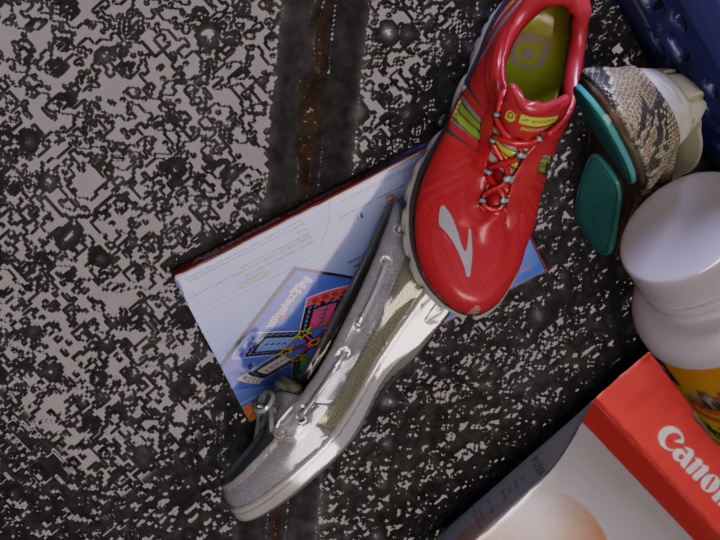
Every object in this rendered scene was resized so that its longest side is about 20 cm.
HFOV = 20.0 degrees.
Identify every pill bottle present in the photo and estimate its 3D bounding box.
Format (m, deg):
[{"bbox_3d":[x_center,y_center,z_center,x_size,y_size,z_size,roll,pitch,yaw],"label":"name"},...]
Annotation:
[{"bbox_3d":[0.223,0.038,1.135,0.109,0.109,0.200,-38,126,4],"label":"pill bottle"}]

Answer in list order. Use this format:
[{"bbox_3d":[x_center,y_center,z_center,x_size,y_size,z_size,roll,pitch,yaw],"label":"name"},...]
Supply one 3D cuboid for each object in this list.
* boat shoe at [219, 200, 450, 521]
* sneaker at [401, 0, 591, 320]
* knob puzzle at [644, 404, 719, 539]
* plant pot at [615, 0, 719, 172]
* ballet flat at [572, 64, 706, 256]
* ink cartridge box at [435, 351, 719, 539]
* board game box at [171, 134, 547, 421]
[{"bbox_3d":[-0.017,0.055,1.174,0.065,0.074,0.202,39,93,-8],"label":"boat shoe"},{"bbox_3d":[0.078,-0.073,1.133,0.077,0.085,0.201,17,80,-9],"label":"sneaker"},{"bbox_3d":[0.252,0.150,1.275,0.218,0.030,0.221,-2,106,-6],"label":"knob puzzle"},{"bbox_3d":[0.258,-0.157,1.112,0.200,0.180,0.200,-33,107,4],"label":"plant pot"},{"bbox_3d":[0.157,-0.071,1.135,0.075,0.200,0.068,-30,68,-6],"label":"ballet flat"},{"bbox_3d":[0.170,0.160,1.227,0.200,0.050,0.162,-41,107,9],"label":"ink cartridge box"},{"bbox_3d":[0.000,0.000,1.206,0.199,0.019,0.103,-27,106,0],"label":"board game box"}]
